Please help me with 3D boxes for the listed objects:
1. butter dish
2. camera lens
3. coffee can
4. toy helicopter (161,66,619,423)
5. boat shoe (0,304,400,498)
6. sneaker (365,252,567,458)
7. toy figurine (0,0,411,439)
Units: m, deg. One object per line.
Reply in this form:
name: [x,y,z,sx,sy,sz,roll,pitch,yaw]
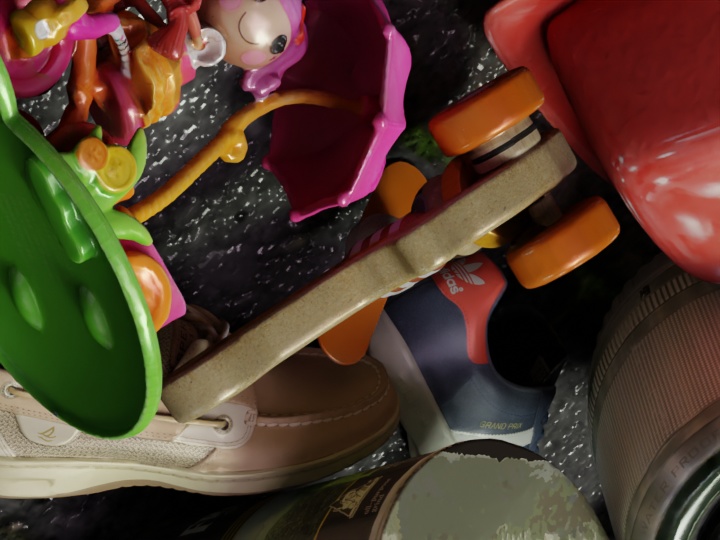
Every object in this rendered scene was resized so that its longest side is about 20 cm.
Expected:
butter dish: [0.179,-0.057,1.191,0.199,0.148,0.200,-21,151,16]
camera lens: [0.185,0.085,1.259,0.159,0.200,0.161,-1,115,-3]
coffee can: [-0.005,0.162,1.227,0.146,0.147,0.200,7,162,-41]
toy helicopter: [0.000,0.000,1.168,0.200,0.132,0.079,-33,96,-15]
boat shoe: [-0.075,0.051,1.192,0.199,0.071,0.065,-5,121,-22]
sneaker: [0.063,0.069,1.323,0.084,0.075,0.200,-31,139,-4]
toy figurine: [-0.068,-0.068,1.091,0.184,0.150,0.201,-34,115,-28]
